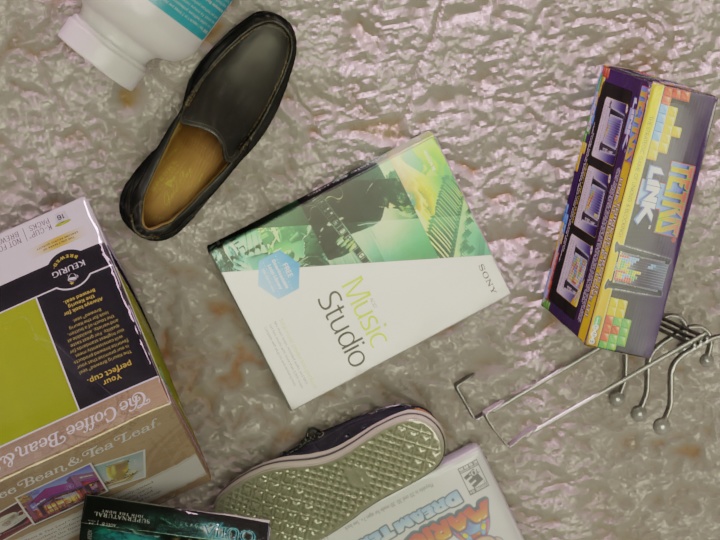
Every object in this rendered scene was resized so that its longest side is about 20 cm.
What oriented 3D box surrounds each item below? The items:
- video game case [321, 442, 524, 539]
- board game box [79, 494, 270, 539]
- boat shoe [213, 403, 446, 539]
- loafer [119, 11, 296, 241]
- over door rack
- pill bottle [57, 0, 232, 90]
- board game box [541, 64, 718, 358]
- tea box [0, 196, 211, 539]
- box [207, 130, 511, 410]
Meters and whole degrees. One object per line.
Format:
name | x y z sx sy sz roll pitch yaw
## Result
video game case | 0.044 0.262 1.806 0.199 0.024 0.183 -26 102 -2
board game box | -0.144 0.234 1.653 0.134 0.028 0.200 8 144 -4
boat shoe | -0.022 0.161 1.762 0.199 0.062 0.075 -26 101 12
loafer | -0.109 -0.105 1.695 0.073 0.072 0.201 30 94 -11
over door rack | 0.183 0.094 1.737 0.199 0.148 0.067 -18 97 -6
pill bottle | -0.137 -0.233 1.649 0.111 0.111 0.200 36 92 -13
board game box | 0.202 -0.049 1.705 0.056 0.165 0.201 12 99 -10
tea box | -0.242 0.089 1.632 0.199 0.134 0.197 -23 58 -3
box | 0.000 0.000 1.749 0.199 0.036 0.145 -28 103 -4
